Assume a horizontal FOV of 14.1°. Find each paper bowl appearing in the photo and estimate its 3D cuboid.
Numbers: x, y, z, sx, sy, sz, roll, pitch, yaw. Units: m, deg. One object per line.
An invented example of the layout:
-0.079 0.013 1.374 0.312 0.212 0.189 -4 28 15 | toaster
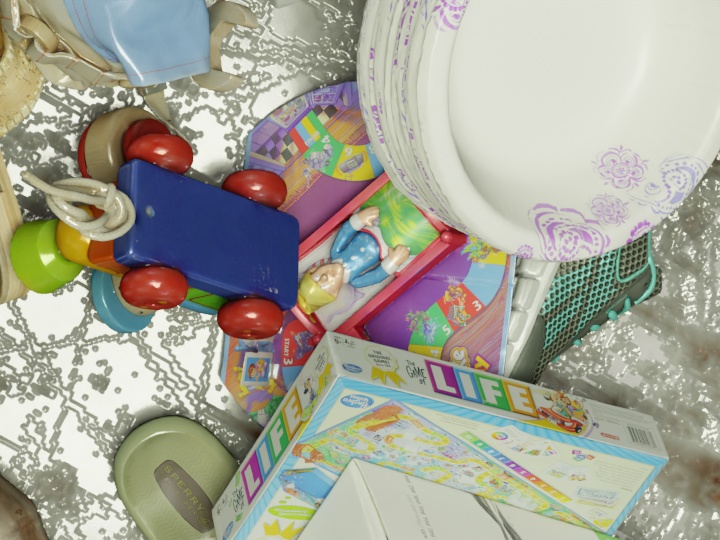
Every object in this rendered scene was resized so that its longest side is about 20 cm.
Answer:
0.088 -0.112 1.442 0.200 0.104 0.202 -11 111 -30 | paper bowl

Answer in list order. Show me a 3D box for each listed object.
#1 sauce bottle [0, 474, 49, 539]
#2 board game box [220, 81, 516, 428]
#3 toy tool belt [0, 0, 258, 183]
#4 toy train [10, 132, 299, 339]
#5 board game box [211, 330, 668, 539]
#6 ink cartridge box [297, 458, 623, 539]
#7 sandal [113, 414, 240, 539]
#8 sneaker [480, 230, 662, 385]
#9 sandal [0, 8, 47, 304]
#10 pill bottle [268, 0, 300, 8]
-0.186 0.163 1.525 0.064 0.065 0.201 -19 95 -6 | sauce bottle
0.000 0.000 1.512 0.157 0.039 0.202 7 90 19 | board game box
-0.112 -0.138 1.466 0.124 0.122 0.201 -20 97 -43 | toy tool belt
-0.133 -0.017 1.452 0.199 0.115 0.085 19 66 -46 | toy train
0.041 0.111 1.505 0.199 0.034 0.135 16 125 -27 | board game box
0.051 0.196 1.495 0.199 0.084 0.146 20 118 -28 | ink cartridge box
-0.057 0.163 1.543 0.080 0.057 0.201 -45 104 -2 | sandal
0.116 0.007 1.552 0.091 0.078 0.201 22 95 -16 | sneaker
-0.192 -0.092 1.515 0.069 0.077 0.213 -21 106 -37 | sandal
0.029 -0.217 1.501 0.199 0.114 0.115 -23 97 -6 | pill bottle
